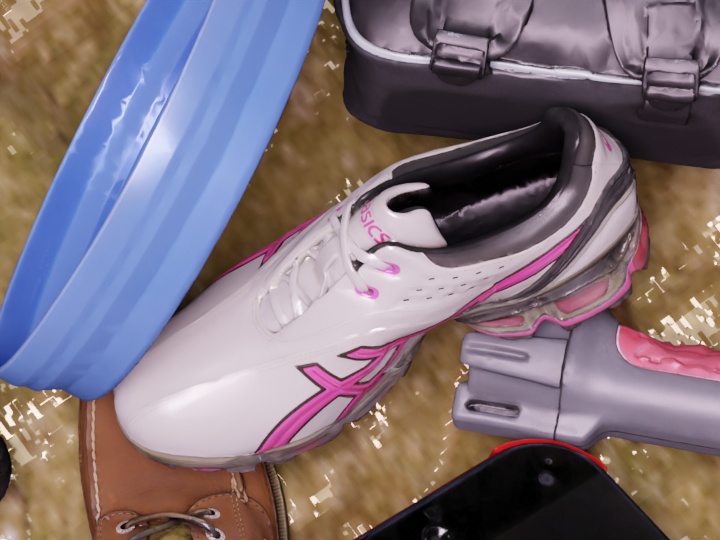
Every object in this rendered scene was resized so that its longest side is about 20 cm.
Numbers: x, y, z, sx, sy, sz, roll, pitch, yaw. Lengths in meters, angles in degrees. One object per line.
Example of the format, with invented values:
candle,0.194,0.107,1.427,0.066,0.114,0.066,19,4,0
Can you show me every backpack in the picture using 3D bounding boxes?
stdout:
backpack,0.085,-0.140,1.060,0.177,0.151,0.200,6,76,5

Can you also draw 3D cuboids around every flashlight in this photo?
flashlight,0.139,0.036,1.047,0.200,0.068,0.068,11,108,12

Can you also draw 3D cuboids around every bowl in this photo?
bowl,-0.068,-0.046,1.024,0.039,0.201,0.201,27,75,-13

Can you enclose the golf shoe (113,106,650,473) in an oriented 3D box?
golf shoe,0.000,0.000,1.009,0.200,0.092,0.073,-26,57,0

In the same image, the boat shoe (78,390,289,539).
boat shoe,-0.058,0.108,1.034,0.072,0.068,0.200,-18,71,0

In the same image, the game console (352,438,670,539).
game console,0.047,0.156,0.973,0.200,0.031,0.177,-29,65,-28

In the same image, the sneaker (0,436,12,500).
sneaker,-0.166,0.032,1.061,0.111,0.077,0.200,18,78,16
